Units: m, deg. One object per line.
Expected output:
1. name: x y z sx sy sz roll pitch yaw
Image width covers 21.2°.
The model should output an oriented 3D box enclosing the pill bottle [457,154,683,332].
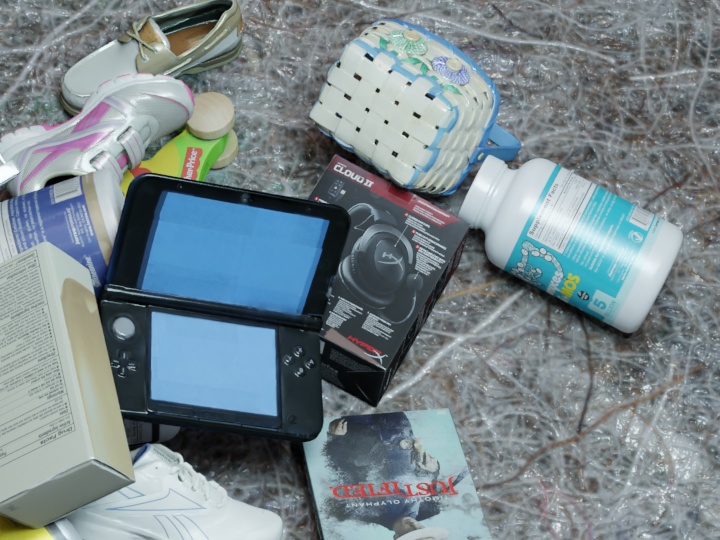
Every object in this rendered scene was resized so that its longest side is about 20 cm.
1. pill bottle: 0.192 -0.032 1.800 0.199 0.111 0.111 28 60 6

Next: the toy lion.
1. toy lion: -0.224 -0.079 1.812 0.190 0.069 0.202 7 58 6

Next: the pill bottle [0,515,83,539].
1. pill bottle: -0.317 0.275 1.554 0.199 0.112 0.112 -37 70 -25

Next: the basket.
1. basket: 0.057 -0.155 1.839 0.176 0.200 0.140 34 105 14

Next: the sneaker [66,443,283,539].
1. sneaker: -0.159 0.196 1.621 0.198 0.088 0.075 12 15 -9

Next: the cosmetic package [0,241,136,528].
1. cosmetic package: -0.256 0.092 1.542 0.104 0.071 0.202 -24 61 16

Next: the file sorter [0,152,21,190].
1. file sorter: -0.407 -0.086 1.684 0.138 0.200 0.125 -33 95 -23

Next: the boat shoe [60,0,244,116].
1. boat shoe: -0.206 -0.217 1.885 0.199 0.069 0.075 -28 67 -22

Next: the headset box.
1. headset box: 0.000 0.000 1.780 0.148 0.077 0.201 27 59 8

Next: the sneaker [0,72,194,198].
1. sneaker: -0.236 -0.105 1.758 0.199 0.082 0.089 -28 57 0

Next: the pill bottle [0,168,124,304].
1. pill bottle: -0.293 -0.006 1.670 0.198 0.111 0.112 -19 62 -1

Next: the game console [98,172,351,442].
1. game console: -0.111 0.033 1.606 0.198 0.119 0.172 9 55 -19

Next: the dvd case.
1. dvd case: 0.028 0.192 1.656 0.144 0.022 0.201 -3 37 -9

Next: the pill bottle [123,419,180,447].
1. pill bottle: -0.217 0.100 1.671 0.198 0.112 0.112 -8 61 -13
